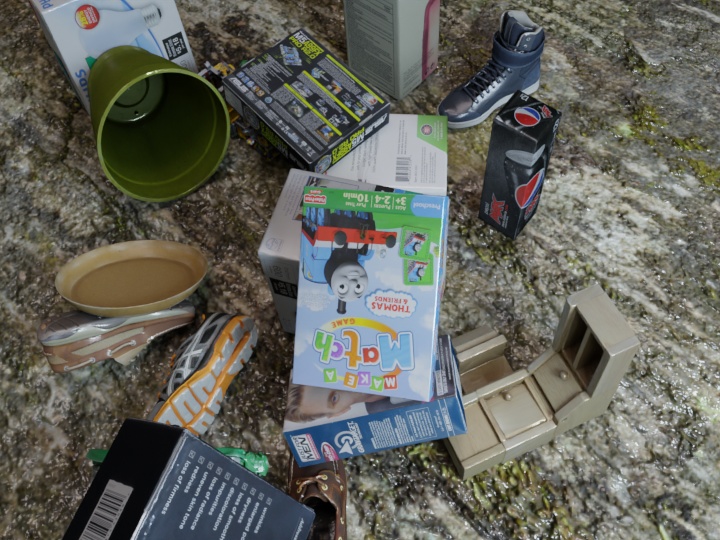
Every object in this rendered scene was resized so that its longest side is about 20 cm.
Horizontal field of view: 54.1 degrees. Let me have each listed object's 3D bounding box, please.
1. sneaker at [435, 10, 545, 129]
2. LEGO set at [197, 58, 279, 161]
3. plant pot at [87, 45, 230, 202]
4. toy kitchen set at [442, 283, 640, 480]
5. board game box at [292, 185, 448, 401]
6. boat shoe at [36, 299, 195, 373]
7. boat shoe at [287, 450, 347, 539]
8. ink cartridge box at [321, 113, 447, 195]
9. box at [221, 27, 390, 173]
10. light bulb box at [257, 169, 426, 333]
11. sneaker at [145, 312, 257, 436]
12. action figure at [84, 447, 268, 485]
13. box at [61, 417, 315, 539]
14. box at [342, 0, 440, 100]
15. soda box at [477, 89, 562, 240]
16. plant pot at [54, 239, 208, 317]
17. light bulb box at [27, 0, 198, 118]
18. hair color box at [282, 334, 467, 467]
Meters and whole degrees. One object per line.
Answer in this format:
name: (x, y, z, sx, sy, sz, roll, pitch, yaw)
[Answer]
sneaker: (0.203, -0.318, 1.103, 0.199, 0.148, 0.077, -30, 61, -14)
LEGO set: (-0.161, -0.277, 1.110, 0.152, 0.117, 0.200, -36, 62, -19)
plant pot: (-0.325, -0.243, 1.070, 0.197, 0.203, 0.193, -30, 48, -16)
toy kitchen set: (0.172, 0.099, 0.814, 0.195, 0.182, 0.165, -21, 57, -10)
board game box: (0.009, 0.022, 0.724, 0.147, 0.037, 0.207, 5, 96, 13)
boat shoe: (-0.312, 0.082, 0.920, 0.195, 0.074, 0.075, -11, 21, -23)
boat shoe: (-0.047, 0.263, 0.786, 0.068, 0.071, 0.204, -11, 56, 0)
ink cartridge box: (0.029, -0.151, 1.039, 0.194, 0.085, 0.149, 3, 56, 5)
box: (-0.078, -0.243, 1.015, 0.159, 0.045, 0.200, -39, 70, -22)
light bulb box: (0.000, 0.000, 0.866, 0.194, 0.200, 0.127, 12, 61, 12)
sneaker: (-0.209, 0.135, 0.881, 0.076, 0.079, 0.202, 16, 55, 29)
action figure: (-0.203, 0.228, 0.808, 0.194, 0.119, 0.056, -3, 69, -10)
box: (-0.173, 0.281, 0.678, 0.122, 0.196, 0.204, -4, 53, 44)
box: (0.050, -0.403, 1.131, 0.127, 0.202, 0.109, 37, 66, 24)
soda box: (0.210, -0.136, 0.950, 0.070, 0.202, 0.063, 34, 65, 23)
plant pot: (-0.301, 0.012, 0.941, 0.194, 0.028, 0.201, 0, 26, 0)
light bulb box: (-0.396, -0.384, 1.138, 0.197, 0.201, 0.125, -31, 50, -16)
hair color box: (0.016, 0.145, 0.795, 0.194, 0.062, 0.101, -14, 34, 10)
